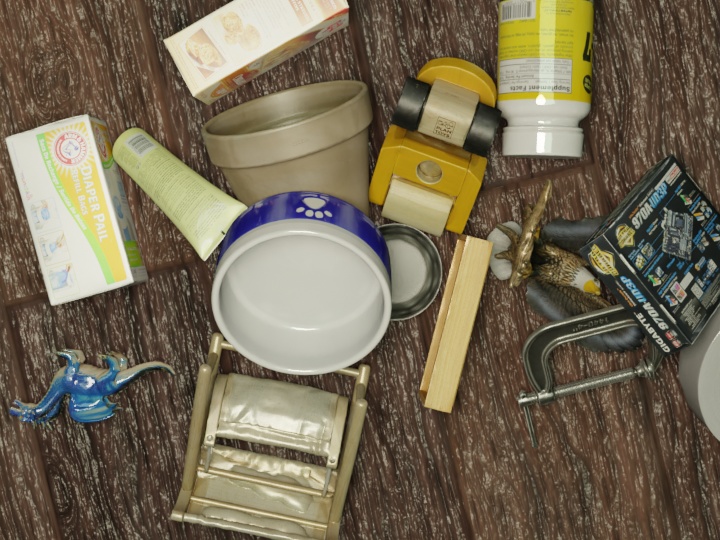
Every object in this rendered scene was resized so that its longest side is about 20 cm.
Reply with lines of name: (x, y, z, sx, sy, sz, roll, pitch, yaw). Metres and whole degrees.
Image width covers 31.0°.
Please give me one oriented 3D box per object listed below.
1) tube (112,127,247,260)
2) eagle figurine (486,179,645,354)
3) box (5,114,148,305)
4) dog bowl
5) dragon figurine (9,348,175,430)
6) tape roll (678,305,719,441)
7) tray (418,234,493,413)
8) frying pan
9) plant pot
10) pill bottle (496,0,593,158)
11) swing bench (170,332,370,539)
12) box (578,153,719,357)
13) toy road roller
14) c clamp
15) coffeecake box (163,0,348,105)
tube: (-0.214, -0.094, 1.502, 0.200, 0.052, 0.059, 40, 131, 33)
eagle figurine: (0.256, 0.002, 1.534, 0.198, 0.152, 0.152, 17, 137, -32)
box: (-0.330, -0.071, 1.522, 0.100, 0.112, 0.203, -15, 91, 0)
dog bowl: (-0.063, 0.015, 1.437, 0.197, 0.079, 0.202, 1, 127, 1)
dragon figurine: (-0.318, 0.148, 1.557, 0.197, 0.059, 0.101, 3, 93, 0)
tape roll: (0.479, 0.114, 1.526, 0.197, 0.066, 0.203, -2, 108, -7)
tray: (0.112, 0.060, 1.533, 0.037, 0.099, 0.203, 15, 92, -2)
frying pan: (0.008, 0.016, 1.566, 0.188, 0.031, 0.116, -22, 92, 4)
plant pot: (-0.065, -0.107, 1.495, 0.197, 0.200, 0.176, -15, 108, 1)
pill bottle: (0.214, -0.234, 1.514, 0.113, 0.114, 0.203, 1, 93, 0)
swing bench: (-0.103, 0.204, 1.525, 0.196, 0.130, 0.203, 12, 106, -1)
box: (0.356, -0.020, 1.496, 0.159, 0.046, 0.200, 50, 48, -4)
toy road roller: (0.095, -0.157, 1.529, 0.121, 0.147, 0.202, 19, 129, 1)
c clamp: (0.271, 0.114, 1.531, 0.198, 0.027, 0.172, -19, 124, 9)
coffeecake box: (-0.114, -0.274, 1.492, 0.198, 0.154, 0.074, -30, 93, 1)
